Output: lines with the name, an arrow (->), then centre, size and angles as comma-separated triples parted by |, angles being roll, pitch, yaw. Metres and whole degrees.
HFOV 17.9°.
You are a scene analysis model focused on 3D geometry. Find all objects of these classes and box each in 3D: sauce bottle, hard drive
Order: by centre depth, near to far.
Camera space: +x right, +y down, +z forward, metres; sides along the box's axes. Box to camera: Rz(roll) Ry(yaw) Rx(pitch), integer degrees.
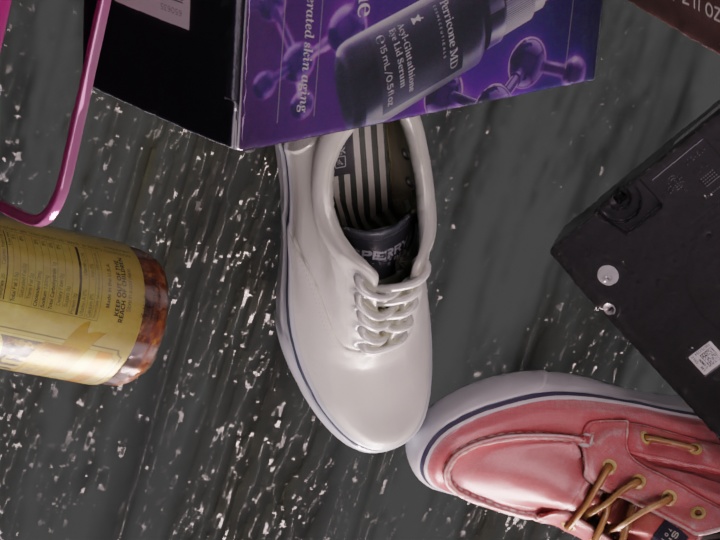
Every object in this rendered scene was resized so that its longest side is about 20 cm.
sauce bottle -> -0.174, 0.003, 0.932 | 0.200, 0.066, 0.066 | 13, 106, -35
hard drive -> 0.204, 0.018, 1.055 | 0.200, 0.038, 0.140 | 47, 118, -3

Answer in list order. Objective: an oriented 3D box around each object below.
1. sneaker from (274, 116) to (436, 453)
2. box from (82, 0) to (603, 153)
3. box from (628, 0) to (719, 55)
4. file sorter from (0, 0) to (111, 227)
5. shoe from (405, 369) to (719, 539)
sneaker -> 0.000, 0.000, 1.015 | 0.073, 0.071, 0.200 | -18, 117, -15
box -> -0.001, -0.143, 0.904 | 0.200, 0.104, 0.148 | -15, 118, -38
box -> 0.214, -0.202, 0.968 | 0.164, 0.166, 0.200 | -10, 114, -19
file sorter -> -0.203, -0.100, 0.832 | 0.200, 0.125, 0.139 | 10, 96, -32
shoe -> 0.124, 0.106, 1.095 | 0.200, 0.091, 0.072 | 6, 125, -27
